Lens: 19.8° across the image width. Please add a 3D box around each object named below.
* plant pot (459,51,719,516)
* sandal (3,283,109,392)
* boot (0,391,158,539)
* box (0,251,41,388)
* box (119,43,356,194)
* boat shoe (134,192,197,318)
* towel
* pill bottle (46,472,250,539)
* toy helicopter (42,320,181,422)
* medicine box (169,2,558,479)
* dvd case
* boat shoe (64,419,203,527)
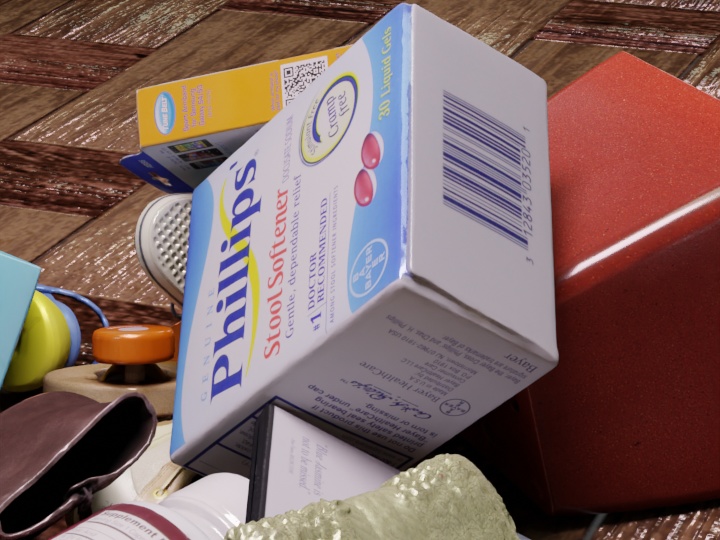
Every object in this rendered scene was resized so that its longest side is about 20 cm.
[{"bbox_3d":[0.137,0.021,1.154,0.175,0.201,0.200,-22,29,-16],"label":"plant pot"},{"bbox_3d":[-0.233,0.036,1.309,0.199,0.080,0.087,18,9,40],"label":"sandal"},{"bbox_3d":[-0.199,0.121,0.989,0.199,0.073,0.166,-37,8,-24],"label":"boot"},{"bbox_3d":[-0.216,0.030,1.129,0.049,0.083,0.200,20,-5,-11],"label":"box"},{"bbox_3d":[-0.035,-0.082,1.174,0.198,0.042,0.119,-8,-17,16],"label":"box"},{"bbox_3d":[-0.083,0.000,1.227,0.062,0.075,0.200,3,-8,27],"label":"boat shoe"},{"bbox_3d":[0.033,0.180,0.853,0.147,0.037,0.201,-13,68,-37],"label":"towel"},{"bbox_3d":[-0.119,0.173,0.923,0.114,0.115,0.199,19,32,40],"label":"pill bottle"},{"bbox_3d":[-0.098,0.067,1.228,0.199,0.080,0.132,-4,5,-36],"label":"toy helicopter"},{"bbox_3d":[0.000,0.000,1.062,0.102,0.200,0.183,26,45,-29],"label":"medicine box"},{"bbox_3d":[0.036,0.144,0.956,0.199,0.018,0.143,29,21,-12],"label":"dvd case"},{"bbox_3d":[-0.068,0.107,1.130,0.066,0.075,0.199,30,41,33],"label":"boat shoe"}]
